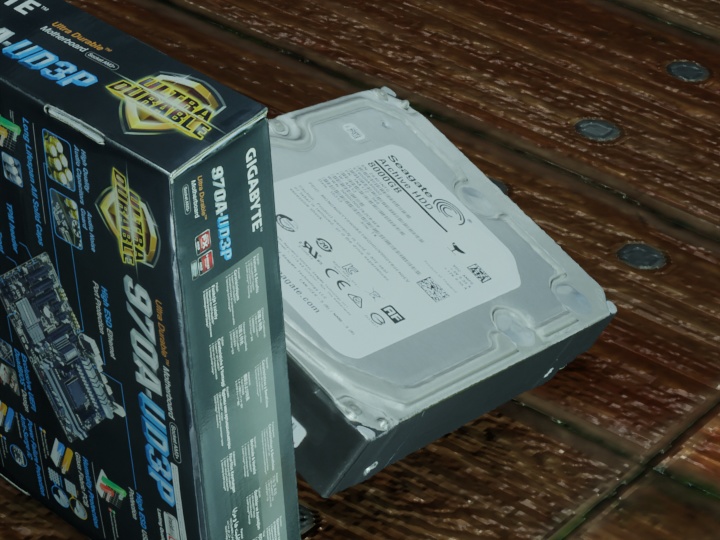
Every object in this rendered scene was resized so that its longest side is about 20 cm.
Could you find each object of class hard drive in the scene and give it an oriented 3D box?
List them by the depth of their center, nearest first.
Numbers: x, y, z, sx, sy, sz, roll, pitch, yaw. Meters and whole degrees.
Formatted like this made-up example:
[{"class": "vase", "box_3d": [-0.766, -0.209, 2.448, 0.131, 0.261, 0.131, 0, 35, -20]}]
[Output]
[{"class": "hard drive", "box_3d": [0.000, 0.000, 0.969, 0.140, 0.038, 0.200, 45, 30, 15]}]

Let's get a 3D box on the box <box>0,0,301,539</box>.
[{"class": "box", "box_3d": [-0.094, 0.006, 0.872, 0.159, 0.201, 0.046, 29, 49, 34]}]
